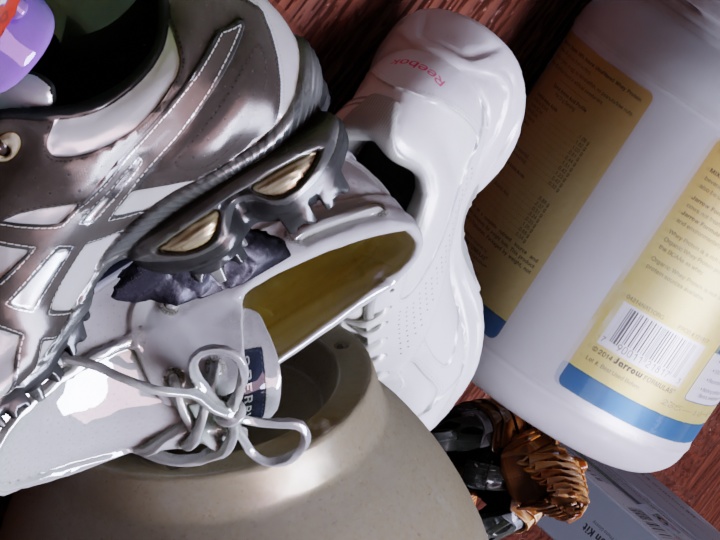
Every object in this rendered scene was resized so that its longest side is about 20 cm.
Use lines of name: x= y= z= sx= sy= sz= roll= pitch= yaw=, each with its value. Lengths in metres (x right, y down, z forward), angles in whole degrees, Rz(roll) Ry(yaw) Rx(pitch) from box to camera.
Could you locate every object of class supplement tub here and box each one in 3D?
supplement tub: x=0.127 y=-0.030 z=1.004 sx=0.200 sy=0.145 sz=0.145 roll=-57 pitch=155 yaw=12

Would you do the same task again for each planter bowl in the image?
planter bowl: x=-0.047 y=0.098 z=0.846 sx=0.200 sy=0.200 sz=0.135 roll=-32 pitch=126 yaw=-37

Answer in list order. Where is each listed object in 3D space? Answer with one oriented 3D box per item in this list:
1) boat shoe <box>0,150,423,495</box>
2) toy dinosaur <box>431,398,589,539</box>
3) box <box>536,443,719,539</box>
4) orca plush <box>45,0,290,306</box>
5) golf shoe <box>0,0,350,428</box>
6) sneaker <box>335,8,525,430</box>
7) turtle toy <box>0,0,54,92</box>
boat shoe: x=-0.052 y=0.030 z=0.762 sx=0.202 sy=0.086 sz=0.075 roll=-34 pitch=150 yaw=-37
toy dinosaur: x=0.039 y=0.088 z=1.021 sx=0.135 sy=0.102 sz=0.200 roll=-22 pitch=168 yaw=-23
box: x=0.154 y=0.145 z=1.272 sx=0.041 sy=0.156 sz=0.200 roll=-53 pitch=156 yaw=8
orca plush: x=-0.049 y=-0.092 z=0.699 sx=0.071 sy=0.105 sz=0.201 roll=-87 pitch=164 yaw=-58
golf shoe: x=-0.104 y=-0.017 z=0.643 sx=0.200 sy=0.078 sz=0.095 roll=-36 pitch=124 yaw=-4
sneaker: x=0.000 y=0.000 z=0.899 sx=0.099 sy=0.078 sz=0.201 roll=-39 pitch=145 yaw=-46
turtle toy: x=-0.108 y=-0.096 z=0.558 sx=0.200 sy=0.101 sz=0.146 roll=-31 pitch=148 yaw=-38
